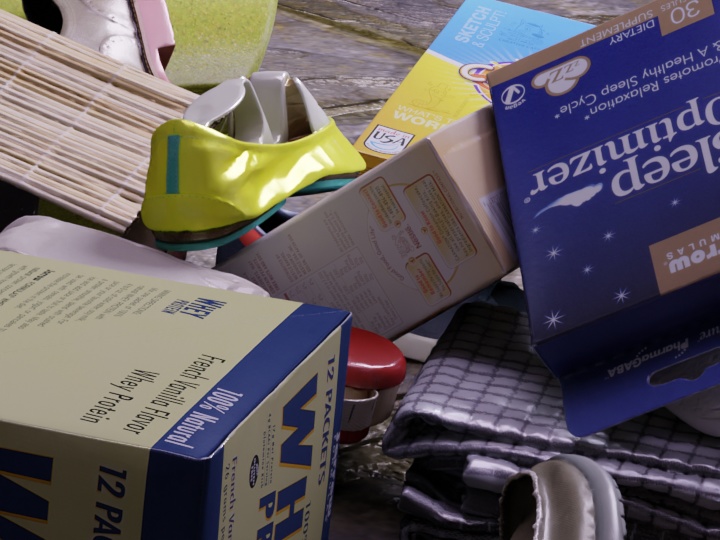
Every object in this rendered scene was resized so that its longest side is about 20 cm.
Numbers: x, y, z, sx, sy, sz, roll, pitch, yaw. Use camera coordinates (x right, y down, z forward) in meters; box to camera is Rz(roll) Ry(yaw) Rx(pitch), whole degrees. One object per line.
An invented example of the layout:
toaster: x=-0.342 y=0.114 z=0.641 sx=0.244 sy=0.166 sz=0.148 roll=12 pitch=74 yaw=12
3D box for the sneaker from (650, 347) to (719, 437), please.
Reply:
sneaker: x=0.155 y=0.006 z=1.318 sx=0.105 sy=0.076 sz=0.200 roll=34 pitch=26 yaw=-43

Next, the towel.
towel: x=0.115 y=0.091 z=1.301 sx=0.200 sy=0.086 sz=0.166 roll=10 pitch=19 yaw=8

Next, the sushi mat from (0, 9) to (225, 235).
sushi mat: x=-0.172 y=-0.085 z=1.403 sx=0.200 sy=0.012 sz=0.096 roll=24 pitch=54 yaw=15

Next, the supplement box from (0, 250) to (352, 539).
supplement box: x=-0.128 y=0.086 z=1.132 sx=0.200 sy=0.134 sz=0.200 roll=10 pitch=17 yaw=12

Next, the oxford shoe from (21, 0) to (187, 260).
oxford shoe: x=-0.125 y=-0.067 z=1.442 sx=0.075 sy=0.070 sz=0.200 roll=3 pitch=43 yaw=-20

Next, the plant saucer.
plant saucer: x=-0.149 y=-0.062 z=1.584 sx=0.200 sy=0.200 sz=0.048 roll=-6 pitch=50 yaw=-35

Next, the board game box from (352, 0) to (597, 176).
board game box: x=0.095 y=-0.074 z=1.588 sx=0.153 sy=0.040 sz=0.200 roll=15 pitch=33 yaw=14

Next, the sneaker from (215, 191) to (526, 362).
sneaker: x=0.018 y=-0.005 z=1.578 sx=0.200 sy=0.085 sz=0.075 roll=9 pitch=17 yaw=10

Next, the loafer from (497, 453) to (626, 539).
loafer: x=0.067 y=0.133 z=1.129 sx=0.070 sy=0.075 sz=0.200 roll=0 pitch=25 yaw=-3

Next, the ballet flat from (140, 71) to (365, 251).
ballet flat: x=-0.047 y=-0.058 z=1.374 sx=0.067 sy=0.067 sz=0.200 roll=-4 pitch=9 yaw=20

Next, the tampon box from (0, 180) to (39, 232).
tampon box: x=-0.280 y=-0.023 z=1.457 sx=0.200 sy=0.126 sz=0.150 roll=16 pitch=19 yaw=28

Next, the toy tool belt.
toy tool belt: x=-0.086 y=0.062 z=1.287 sx=0.200 sy=0.123 sz=0.125 roll=18 pitch=22 yaw=11

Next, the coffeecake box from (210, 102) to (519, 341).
coffeecake box: x=0.000 y=0.000 z=1.389 sx=0.200 sy=0.073 sz=0.153 roll=-31 pitch=0 yaw=27

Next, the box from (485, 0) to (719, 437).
box: x=0.124 y=-0.031 z=1.266 sx=0.121 sy=0.032 sz=0.200 roll=-23 pitch=47 yaw=17
